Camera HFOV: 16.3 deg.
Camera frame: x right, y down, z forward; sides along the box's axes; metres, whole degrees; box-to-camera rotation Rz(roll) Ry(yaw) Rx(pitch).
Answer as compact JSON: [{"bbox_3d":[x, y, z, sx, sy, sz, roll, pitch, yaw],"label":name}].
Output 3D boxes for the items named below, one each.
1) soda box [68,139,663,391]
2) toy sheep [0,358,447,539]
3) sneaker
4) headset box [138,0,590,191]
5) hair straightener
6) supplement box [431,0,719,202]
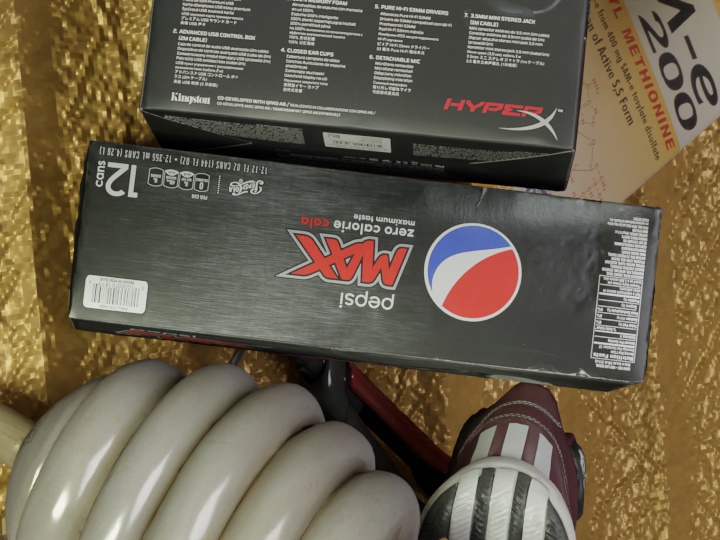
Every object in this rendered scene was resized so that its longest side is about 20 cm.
[{"bbox_3d":[0.000,0.000,0.879,0.199,0.071,0.064,7,84,-4],"label":"soda box"},{"bbox_3d":[-0.052,0.094,0.844,0.138,0.200,0.138,22,90,-78],"label":"toy sheep"},{"bbox_3d":[0.055,0.129,0.948,0.116,0.075,0.200,-69,171,-54],"label":"sneaker"},{"bbox_3d":[0.010,-0.137,0.874,0.148,0.075,0.201,5,81,3],"label":"headset box"},{"bbox_3d":[0.010,0.093,0.966,0.200,0.041,0.077,50,61,-35],"label":"hair straightener"},{"bbox_3d":[0.077,-0.095,1.004,0.200,0.073,0.126,-40,114,-33],"label":"supplement box"}]
